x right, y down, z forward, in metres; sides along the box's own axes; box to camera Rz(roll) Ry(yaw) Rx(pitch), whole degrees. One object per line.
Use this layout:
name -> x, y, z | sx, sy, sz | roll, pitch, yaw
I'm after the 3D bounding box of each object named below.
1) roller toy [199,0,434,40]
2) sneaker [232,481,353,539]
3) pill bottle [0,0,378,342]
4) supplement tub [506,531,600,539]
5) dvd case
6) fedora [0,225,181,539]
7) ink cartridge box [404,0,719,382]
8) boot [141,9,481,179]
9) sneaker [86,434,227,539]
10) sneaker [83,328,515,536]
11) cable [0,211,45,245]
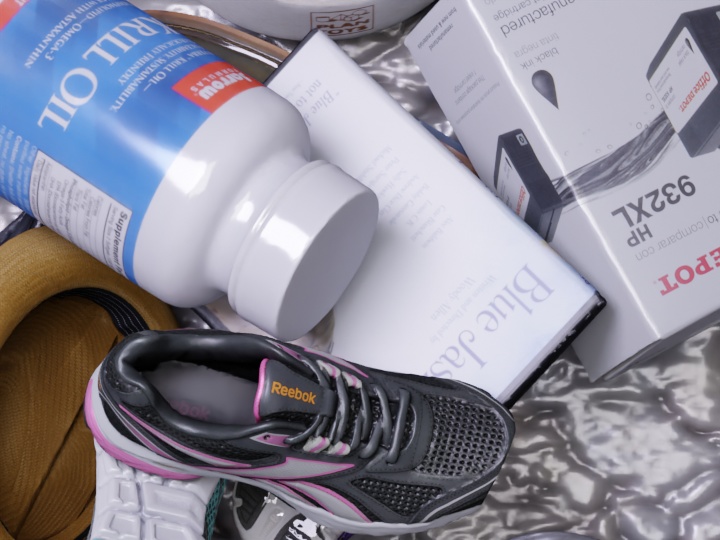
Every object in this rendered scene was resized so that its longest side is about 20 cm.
roller toy -> -0.023, -0.211, 1.479 | 0.182, 0.140, 0.200 | 35, 75, 10
sneaker -> 0.011, 0.061, 1.473 | 0.081, 0.083, 0.200 | 41, 94, 17
pill bottle -> -0.094, -0.053, 1.397 | 0.200, 0.112, 0.112 | 31, 85, 17
supplement tub -> 0.089, 0.185, 1.402 | 0.122, 0.200, 0.123 | 0, 84, 1
dvd case -> 0.000, 0.000, 1.432 | 0.200, 0.018, 0.143 | 44, 94, 16
fedora -> -0.165, 0.076, 1.461 | 0.082, 0.200, 0.202 | -4, 82, 40
ink cartridge box -> 0.138, -0.069, 1.468 | 0.145, 0.084, 0.201 | -26, 83, -25
boot -> -0.040, -0.053, 1.495 | 0.199, 0.075, 0.097 | 26, 82, 2
sneaker -> -0.102, 0.122, 1.421 | 0.077, 0.091, 0.200 | 15, 46, -2
sneaker -> -0.027, 0.070, 1.352 | 0.199, 0.086, 0.081 | 5, 73, -3
cable -> -0.210, -0.064, 1.494 | 0.163, 0.051, 0.200 | 43, 94, -12
